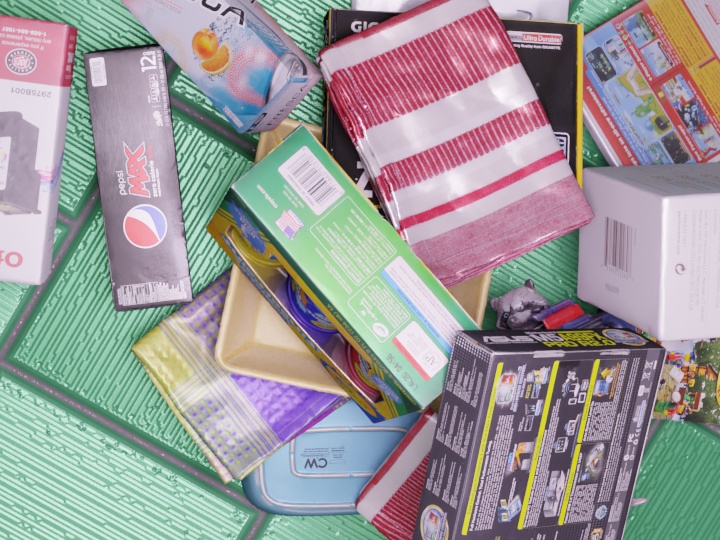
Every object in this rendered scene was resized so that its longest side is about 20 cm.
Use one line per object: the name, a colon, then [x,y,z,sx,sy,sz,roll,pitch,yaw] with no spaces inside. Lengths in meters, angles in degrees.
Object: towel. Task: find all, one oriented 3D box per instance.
towel: [-0.065,0.056,1.346,0.200,0.023,0.144,-36,89,-11]
towel: [0.098,0.206,1.307,0.200,0.023,0.144,39,136,4]
towel: [0.070,-0.099,1.256,0.143,0.023,0.201,-25,87,-12]

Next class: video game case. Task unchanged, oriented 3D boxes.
video game case: [0.269,-0.160,1.364,0.199,0.017,0.143,-31,90,-8]

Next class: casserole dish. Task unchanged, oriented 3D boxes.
casserole dish: [-0.010,0.144,1.382,0.199,0.039,0.122,-1,96,-5]

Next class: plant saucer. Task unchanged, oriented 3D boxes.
plant saucer: [0.000,0.000,1.326,0.199,0.048,0.201,12,82,-6]

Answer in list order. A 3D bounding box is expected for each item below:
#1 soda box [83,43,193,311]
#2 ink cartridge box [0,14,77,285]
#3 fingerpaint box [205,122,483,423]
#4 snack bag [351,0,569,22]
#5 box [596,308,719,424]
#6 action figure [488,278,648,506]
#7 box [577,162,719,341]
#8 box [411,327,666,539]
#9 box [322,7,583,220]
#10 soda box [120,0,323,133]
soda box: [-0.172,-0.073,1.319,0.063,0.071,0.201,-6,98,-7]
ink cartridge box: [-0.300,-0.096,1.297,0.145,0.083,0.201,6,96,-8]
fingerpaint box: [-0.015,0.010,1.213,0.073,0.167,0.200,-41,92,-14]
snack bag: [0.080,-0.151,1.364,0.187,0.021,0.201,4,96,-6]
box: [0.266,0.023,1.397,0.136,0.038,0.201,6,96,-7]
action figure: [0.140,0.105,1.318,0.199,0.104,0.195,-9,79,-44]
box: [0.285,-0.020,1.285,0.199,0.152,0.107,-3,102,-15]
box: [0.120,0.140,1.172,0.159,0.044,0.201,0,108,-34]
box: [0.069,-0.114,1.301,0.199,0.049,0.161,3,85,-8]
soda box: [-0.122,-0.196,1.277,0.200,0.068,0.064,47,109,9]
